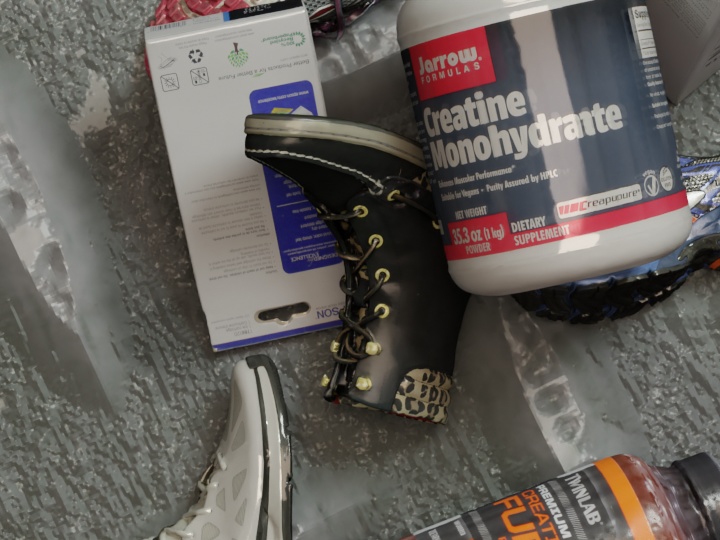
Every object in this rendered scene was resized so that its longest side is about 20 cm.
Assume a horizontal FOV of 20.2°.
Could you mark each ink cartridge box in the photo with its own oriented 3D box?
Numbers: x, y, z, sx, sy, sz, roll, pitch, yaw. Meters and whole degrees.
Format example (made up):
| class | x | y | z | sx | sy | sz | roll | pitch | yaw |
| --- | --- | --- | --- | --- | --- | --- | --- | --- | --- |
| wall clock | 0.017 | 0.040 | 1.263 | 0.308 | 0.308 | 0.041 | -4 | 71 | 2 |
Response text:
| class | x | y | z | sx | sy | sz | roll | pitch | yaw |
| --- | --- | --- | --- | --- | --- | --- | --- | --- | --- |
| ink cartridge box | -0.063 | -0.056 | 1.213 | 0.099 | 0.039 | 0.201 | -11 | 110 | -3 |

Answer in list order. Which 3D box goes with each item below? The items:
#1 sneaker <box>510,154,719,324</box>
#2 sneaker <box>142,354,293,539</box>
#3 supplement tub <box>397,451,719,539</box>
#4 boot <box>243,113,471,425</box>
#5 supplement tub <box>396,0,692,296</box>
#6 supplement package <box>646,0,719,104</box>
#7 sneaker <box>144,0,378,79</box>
| class | x | y | z | sx | sy | sz | roll | pitch | yaw |
| --- | --- | --- | --- | --- | --- | --- | --- | --- | --- |
| sneaker | 0.178 | -0.027 | 1.230 | 0.199 | 0.075 | 0.079 | -20 | 69 | -10 |
| sneaker | -0.097 | 0.150 | 1.185 | 0.114 | 0.076 | 0.202 | 0 | 83 | -3 |
| supplement tub | 0.122 | 0.172 | 1.171 | 0.199 | 0.107 | 0.108 | -21 | 81 | -5 |
| boot | 0.002 | 0.000 | 1.171 | 0.073 | 0.203 | 0.155 | 8 | 82 | 45 |
| supplement tub | 0.098 | -0.096 | 1.118 | 0.139 | 0.140 | 0.202 | -13 | 93 | -3 |
| supplement package | 0.205 | -0.202 | 1.187 | 0.120 | 0.200 | 0.121 | -39 | 82 | -6 |
| sneaker | -0.044 | -0.167 | 1.245 | 0.199 | 0.075 | 0.081 | -30 | 40 | 5 |
